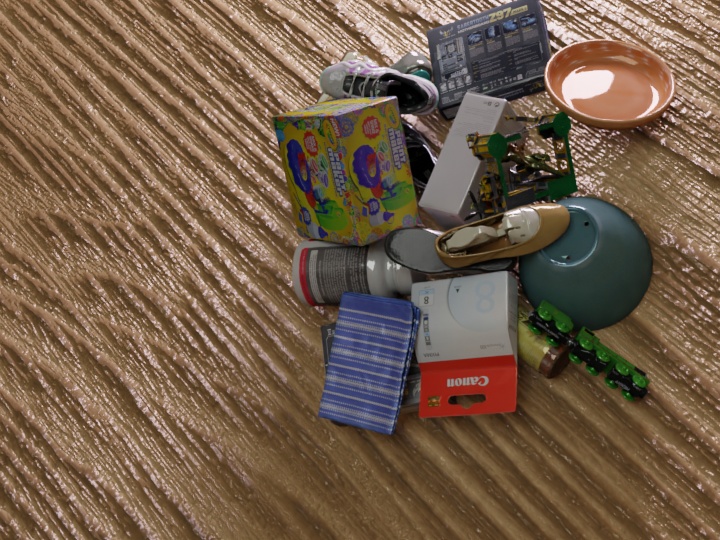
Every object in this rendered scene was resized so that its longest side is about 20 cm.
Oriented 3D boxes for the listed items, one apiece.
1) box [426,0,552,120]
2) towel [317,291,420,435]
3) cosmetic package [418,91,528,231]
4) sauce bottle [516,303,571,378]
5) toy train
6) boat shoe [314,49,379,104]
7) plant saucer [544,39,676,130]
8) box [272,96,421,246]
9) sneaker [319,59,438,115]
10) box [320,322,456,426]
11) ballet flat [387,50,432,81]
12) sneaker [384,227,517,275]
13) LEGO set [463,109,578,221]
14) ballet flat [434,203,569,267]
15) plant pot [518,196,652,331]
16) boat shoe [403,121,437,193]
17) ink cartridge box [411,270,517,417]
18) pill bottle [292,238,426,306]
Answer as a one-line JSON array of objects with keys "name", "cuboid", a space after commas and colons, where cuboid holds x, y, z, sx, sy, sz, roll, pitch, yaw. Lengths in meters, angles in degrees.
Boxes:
[{"name": "box", "cuboid": [0.215, -0.352, 1.770, 0.198, 0.051, 0.159, -15, 66, 19]}, {"name": "towel", "cuboid": [0.010, 0.137, 1.616, 0.144, 0.024, 0.202, 9, 86, 34]}, {"name": "cosmetic package", "cuboid": [0.180, -0.162, 1.679, 0.081, 0.113, 0.201, 19, 78, 34]}, {"name": "sauce bottle", "cuboid": [0.225, 0.081, 1.599, 0.200, 0.066, 0.066, 38, 89, 28]}, {"name": "toy train", "cuboid": [0.326, 0.113, 1.521, 0.199, 0.056, 0.042, 35, 123, 7]}, {"name": "boat shoe", "cuboid": [-0.030, -0.284, 1.847, 0.076, 0.072, 0.201, 25, 84, 13]}, {"name": "plant saucer", "cuboid": [0.380, -0.281, 1.639, 0.198, 0.038, 0.201, 0, 48, 0]}, {"name": "box", "cuboid": [-0.022, -0.158, 1.670, 0.192, 0.121, 0.202, 10, 116, 56]}, {"name": "sneaker", "cuboid": [0.023, -0.291, 1.693, 0.198, 0.140, 0.079, 8, 101, 7]}, {"name": "box", "cuboid": [0.042, 0.145, 1.666, 0.198, 0.048, 0.160, -15, 67, 18]}, {"name": "ballet flat", "cuboid": [0.033, -0.297, 1.803, 0.199, 0.067, 0.064, -33, 51, 15]}, {"name": "sneaker", "cuboid": [0.140, -0.023, 1.630, 0.199, 0.108, 0.068, 5, 87, 9]}, {"name": "LEGO set", "cuboid": [0.227, -0.157, 1.609, 0.199, 0.155, 0.115, -29, 16, -29]}, {"name": "ballet flat", "cuboid": [0.197, -0.050, 1.511, 0.199, 0.063, 0.069, -20, 66, 21]}, {"name": "plant pot", "cuboid": [0.316, -0.027, 1.559, 0.198, 0.135, 0.202, -8, 68, 21]}, {"name": "boat shoe", "cuboid": [0.081, -0.190, 1.758, 0.072, 0.068, 0.201, -38, 58, 6]}, {"name": "ink cartridge box", "cuboid": [0.149, 0.109, 1.567, 0.159, 0.047, 0.202, -8, 67, 29]}, {"name": "pill bottle", "cuboid": [0.000, 0.000, 1.701, 0.198, 0.111, 0.112, -3, 70, 23]}]
